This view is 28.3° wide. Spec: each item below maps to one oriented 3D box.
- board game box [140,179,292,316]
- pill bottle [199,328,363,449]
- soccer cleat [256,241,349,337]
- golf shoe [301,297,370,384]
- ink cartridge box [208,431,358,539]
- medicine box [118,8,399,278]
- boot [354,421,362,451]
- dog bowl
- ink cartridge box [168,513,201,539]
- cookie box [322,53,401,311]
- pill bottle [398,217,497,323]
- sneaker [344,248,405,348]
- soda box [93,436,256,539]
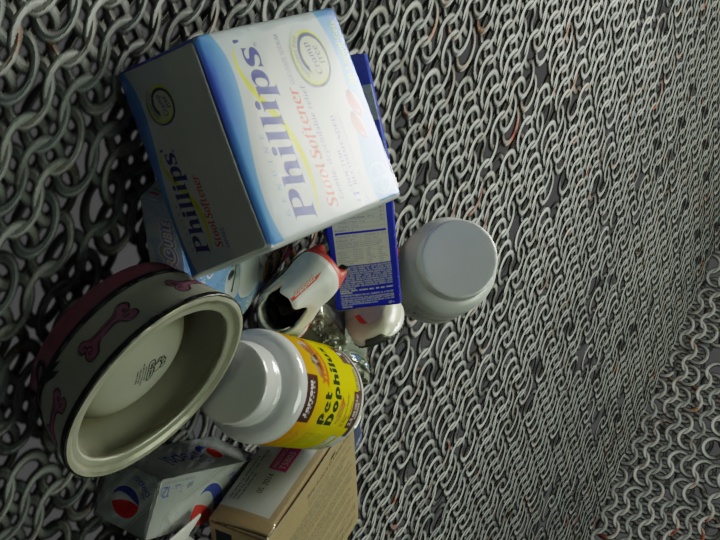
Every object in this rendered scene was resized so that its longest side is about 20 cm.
[{"bbox_3d":[-0.129,-0.043,1.358,0.199,0.043,0.201,-53,152,-42],"label":"board game box"},{"bbox_3d":[-0.080,0.117,1.395,0.200,0.108,0.110,20,89,-65],"label":"pill bottle"},{"bbox_3d":[-0.078,0.037,1.455,0.085,0.069,0.200,-42,179,-31],"label":"soccer cleat"},{"bbox_3d":[-0.041,0.058,1.640,0.200,0.077,0.098,60,31,-62],"label":"golf shoe"},{"bbox_3d":[-0.076,0.263,1.511,0.200,0.074,0.166,-52,147,-46],"label":"ink cartridge box"},{"bbox_3d":[-0.083,-0.114,1.238,0.199,0.102,0.184,-26,97,-52],"label":"medicine box"},{"bbox_3d":[-0.051,0.217,1.697,0.200,0.072,0.091,-46,137,-45],"label":"boot"},{"bbox_3d":[-0.197,0.079,1.226,0.200,0.074,0.201,-41,157,-22],"label":"dog bowl"},{"bbox_3d":[-0.198,0.343,1.402,0.116,0.068,0.201,-38,163,-50],"label":"ink cartridge box"},{"bbox_3d":[-0.009,-0.090,1.466,0.201,0.074,0.172,84,-2,-45],"label":"cookie box"},{"bbox_3d":[0.101,-0.002,1.713,0.200,0.113,0.115,131,-18,-81],"label":"pill bottle"},{"bbox_3d":[0.000,0.000,1.594,0.094,0.070,0.201,59,19,-32],"label":"sneaker"},{"bbox_3d":[-0.179,0.215,1.434,0.200,0.068,0.064,2,106,-66],"label":"soda box"}]
